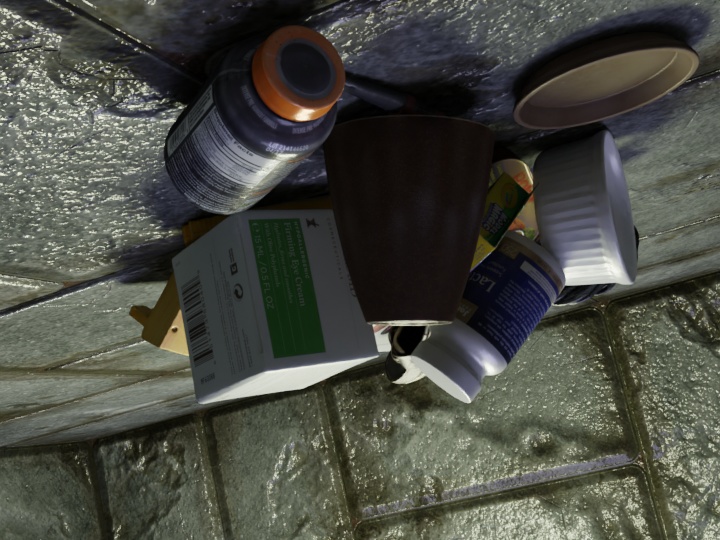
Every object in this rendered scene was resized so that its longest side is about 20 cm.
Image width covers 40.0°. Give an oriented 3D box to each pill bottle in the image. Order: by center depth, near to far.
[{"bbox_3d":[-0.087,-0.127,0.832,0.106,0.107,0.200,-6,167,-31],"label":"pill bottle"},{"bbox_3d":[0.157,0.058,1.234,0.200,0.115,0.116,-52,176,-12],"label":"pill bottle"}]

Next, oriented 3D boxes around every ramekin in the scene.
[{"bbox_3d":[0.293,-0.075,1.292,0.097,0.202,0.200,-10,170,22],"label":"ramekin"}]

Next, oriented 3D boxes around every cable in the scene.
[{"bbox_3d":[0.298,-0.007,1.406,0.200,0.163,0.051,-36,129,-11],"label":"cable"}]

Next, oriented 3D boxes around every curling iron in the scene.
[{"bbox_3d":[0.033,-0.163,0.992,0.049,0.026,0.200,-16,168,29],"label":"curling iron"}]

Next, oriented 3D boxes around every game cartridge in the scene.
[{"bbox_3d":[-0.139,-0.047,1.347,0.198,0.033,0.176,-12,168,-9],"label":"game cartridge"}]

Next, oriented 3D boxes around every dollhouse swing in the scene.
[{"bbox_3d":[-0.220,0.050,1.482,0.199,0.176,0.182,18,110,-37],"label":"dollhouse swing"}]

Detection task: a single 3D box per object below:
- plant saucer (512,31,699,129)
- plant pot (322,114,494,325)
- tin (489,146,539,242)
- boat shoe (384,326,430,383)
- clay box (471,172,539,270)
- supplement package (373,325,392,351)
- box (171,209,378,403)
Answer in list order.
[{"bbox_3d":[0.256,-0.201,1.051,0.199,0.030,0.200,-13,169,-2],"label":"plant saucer"},{"bbox_3d":[0.051,-0.044,1.052,0.185,0.202,0.187,0,175,0],"label":"plant pot"},{"bbox_3d":[0.181,-0.083,1.298,0.112,0.042,0.200,-33,141,2],"label":"tin"},{"bbox_3d":[0.071,0.091,1.356,0.073,0.075,0.200,-2,144,-29],"label":"boat shoe"},{"bbox_3d":[0.128,-0.035,1.187,0.115,0.048,0.200,-51,-179,-42],"label":"clay box"},{"bbox_3d":[0.042,0.013,1.435,0.200,0.148,0.191,-35,160,30],"label":"supplement package"},{"bbox_3d":[-0.112,0.046,1.254,0.170,0.201,0.200,-3,166,-36],"label":"box"}]
